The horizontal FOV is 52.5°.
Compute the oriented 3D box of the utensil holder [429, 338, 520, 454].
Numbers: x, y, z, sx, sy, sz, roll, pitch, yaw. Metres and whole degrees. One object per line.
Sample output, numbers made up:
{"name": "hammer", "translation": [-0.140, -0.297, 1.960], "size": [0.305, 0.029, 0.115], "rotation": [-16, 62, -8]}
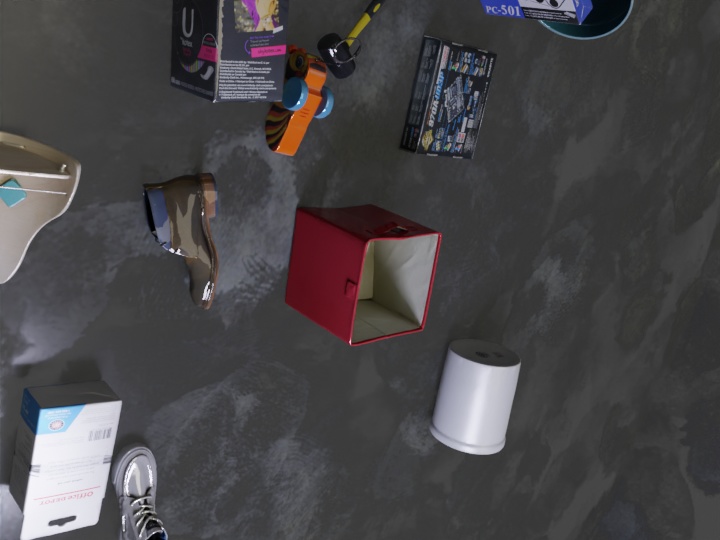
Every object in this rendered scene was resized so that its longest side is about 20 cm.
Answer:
{"name": "utensil holder", "translation": [0.250, 0.269, 1.591], "size": [0.170, 0.170, 0.200], "rotation": [-5, 111, -42]}

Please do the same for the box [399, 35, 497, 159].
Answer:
{"name": "box", "translation": [0.159, -0.304, 1.308], "size": [0.159, 0.046, 0.200], "rotation": [-4, 112, -43]}

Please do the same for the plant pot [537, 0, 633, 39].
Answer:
{"name": "plant pot", "translation": [0.426, -0.569, 1.344], "size": [0.188, 0.200, 0.200], "rotation": [-61, 139, -24]}

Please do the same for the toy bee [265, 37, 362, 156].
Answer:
{"name": "toy bee", "translation": [-0.081, -0.272, 1.071], "size": [0.200, 0.109, 0.131], "rotation": [-39, 146, 11]}

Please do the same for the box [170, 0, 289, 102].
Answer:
{"name": "box", "translation": [-0.167, -0.324, 0.930], "size": [0.106, 0.122, 0.200], "rotation": [-11, 116, -40]}

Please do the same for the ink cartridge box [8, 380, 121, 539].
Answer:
{"name": "ink cartridge box", "translation": [-0.415, 0.262, 1.018], "size": [0.116, 0.068, 0.200], "rotation": [2, 108, -44]}

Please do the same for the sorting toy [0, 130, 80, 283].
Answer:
{"name": "sorting toy", "translation": [-0.445, -0.064, 0.816], "size": [0.200, 0.107, 0.180], "rotation": [1, 116, -45]}

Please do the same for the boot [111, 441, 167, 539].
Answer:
{"name": "boot", "translation": [-0.332, 0.370, 1.130], "size": [0.074, 0.096, 0.200], "rotation": [-15, 120, -39]}

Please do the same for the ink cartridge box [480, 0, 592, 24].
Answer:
{"name": "ink cartridge box", "translation": [0.284, -0.474, 1.232], "size": [0.044, 0.200, 0.094], "rotation": [-52, 136, -12]}

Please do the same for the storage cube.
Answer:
{"name": "storage cube", "translation": [0.000, 0.000, 1.208], "size": [0.171, 0.180, 0.200], "rotation": [-8, 116, -41]}

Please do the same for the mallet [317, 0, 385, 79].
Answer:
{"name": "mallet", "translation": [0.001, -0.393, 1.125], "size": [0.066, 0.041, 0.200], "rotation": [40, 77, -50]}

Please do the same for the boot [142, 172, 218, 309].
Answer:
{"name": "boot", "translation": [-0.257, -0.038, 1.034], "size": [0.097, 0.075, 0.200], "rotation": [-6, 107, -29]}
